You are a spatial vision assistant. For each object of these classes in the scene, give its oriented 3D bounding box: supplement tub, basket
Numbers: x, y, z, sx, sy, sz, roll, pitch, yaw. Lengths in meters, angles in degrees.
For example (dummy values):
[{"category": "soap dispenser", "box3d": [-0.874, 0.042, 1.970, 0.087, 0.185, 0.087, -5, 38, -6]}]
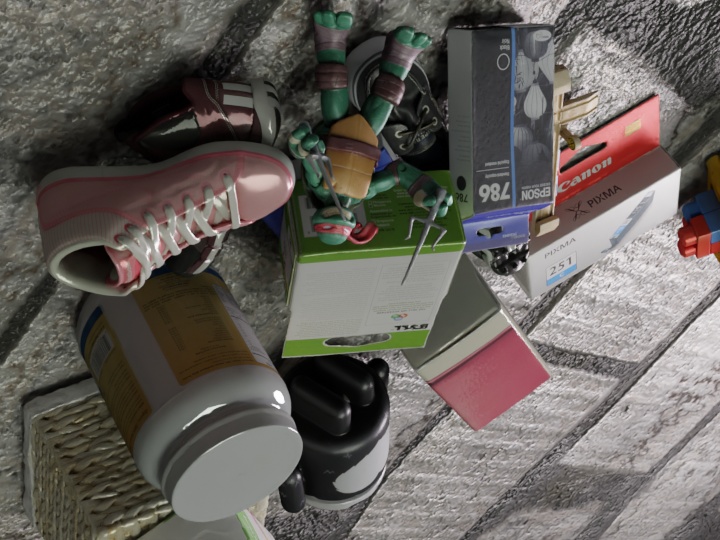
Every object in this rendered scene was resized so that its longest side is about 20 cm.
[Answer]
[{"category": "supplement tub", "box3d": [-0.147, 0.099, 1.239, 0.144, 0.201, 0.145, -23, 146, -17]}, {"category": "basket", "box3d": [-0.204, 0.208, 1.371, 0.197, 0.161, 0.201, -18, 146, -26]}]

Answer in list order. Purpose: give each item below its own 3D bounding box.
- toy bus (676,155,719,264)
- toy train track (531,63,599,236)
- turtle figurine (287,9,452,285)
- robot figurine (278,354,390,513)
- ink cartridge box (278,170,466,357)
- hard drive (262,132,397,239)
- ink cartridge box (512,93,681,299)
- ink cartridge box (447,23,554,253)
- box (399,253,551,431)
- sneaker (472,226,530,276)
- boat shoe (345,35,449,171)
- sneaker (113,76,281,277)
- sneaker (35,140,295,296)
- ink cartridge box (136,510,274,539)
[{"category": "toy bus", "box3d": [0.458, -0.059, 1.674, 0.190, 0.137, 0.200, -22, 151, 4]}, {"category": "toy train track", "box3d": [0.190, -0.109, 1.407, 0.114, 0.033, 0.201, -21, 137, -19]}, {"category": "turtle figurine", "box3d": [-0.006, -0.095, 1.128, 0.149, 0.100, 0.202, 11, 83, -38]}, {"category": "robot figurine", "box3d": [-0.028, 0.170, 1.513, 0.149, 0.126, 0.201, -12, 143, -10]}, {"category": "ink cartridge box", "box3d": [0.000, 0.000, 1.286, 0.146, 0.076, 0.201, -4, 152, -11]}, {"category": "hard drive", "box3d": [-0.008, -0.048, 1.302, 0.131, 0.026, 0.200, -18, 150, 13]}, {"category": "ink cartridge box", "box3d": [0.248, -0.074, 1.526, 0.199, 0.045, 0.177, -30, 149, -8]}, {"category": "ink cartridge box", "box3d": [0.125, -0.114, 1.265, 0.099, 0.039, 0.202, -11, 106, -35]}, {"category": "box", "box3d": [0.101, 0.061, 1.488, 0.109, 0.128, 0.200, -36, 147, 5]}, {"category": "sneaker", "box3d": [0.108, -0.096, 1.344, 0.066, 0.090, 0.202, -26, 123, -31]}, {"category": "boat shoe", "box3d": [0.043, -0.125, 1.247, 0.070, 0.066, 0.200, -33, 148, -3]}, {"category": "sneaker", "box3d": [-0.150, -0.081, 1.142, 0.115, 0.076, 0.201, 8, 130, -28]}, {"category": "sneaker", "box3d": [-0.143, -0.032, 1.069, 0.198, 0.105, 0.076, -7, 134, -3]}, {"category": "ink cartridge box", "box3d": [-0.130, 0.285, 1.326, 0.117, 0.068, 0.200, -34, 149, -3]}]
